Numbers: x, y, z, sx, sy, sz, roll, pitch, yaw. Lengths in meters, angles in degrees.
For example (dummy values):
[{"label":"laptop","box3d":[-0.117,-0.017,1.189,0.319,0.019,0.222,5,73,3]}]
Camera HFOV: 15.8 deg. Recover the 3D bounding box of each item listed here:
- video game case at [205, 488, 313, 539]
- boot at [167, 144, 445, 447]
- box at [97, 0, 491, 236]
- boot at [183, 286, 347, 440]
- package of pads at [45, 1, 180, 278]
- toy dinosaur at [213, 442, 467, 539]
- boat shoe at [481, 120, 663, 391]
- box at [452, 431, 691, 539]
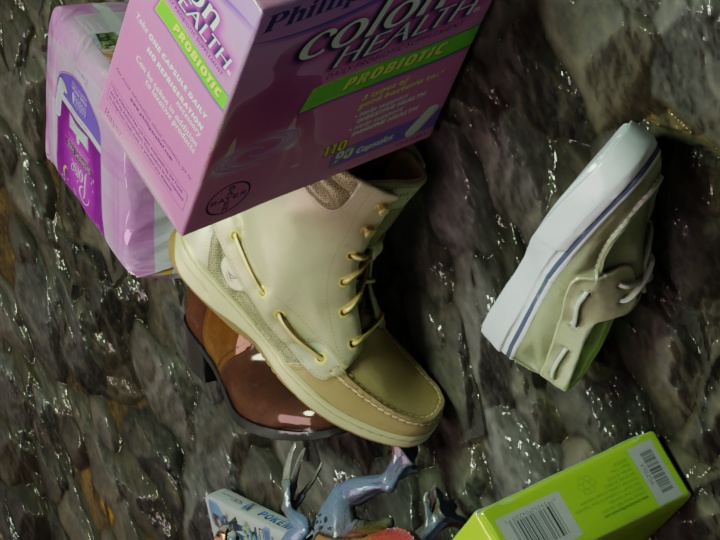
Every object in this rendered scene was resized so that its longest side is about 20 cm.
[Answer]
[{"label":"video game case","box3d":[-0.042,0.270,1.870,0.182,0.022,0.202,17,123,58]},{"label":"boot","box3d":[0.000,0.000,1.541,0.200,0.073,0.156,42,126,-1]},{"label":"box","box3d":[-0.028,-0.136,1.391,0.097,0.175,0.200,54,148,21]},{"label":"boot","box3d":[-0.058,-0.005,1.697,0.188,0.068,0.202,-138,44,-55]},{"label":"package of pads","box3d":[-0.147,-0.087,1.694,0.200,0.075,0.121,-132,41,-56]},{"label":"toy dinosaur","box3d":[-0.030,0.172,1.624,0.105,0.181,0.200,50,-162,-4]},{"label":"boat shoe","box3d":[0.122,-0.006,1.342,0.062,0.072,0.200,38,150,7]},{"label":"box","box3d":[0.089,0.165,1.439,0.048,0.121,0.200,59,152,16]}]
